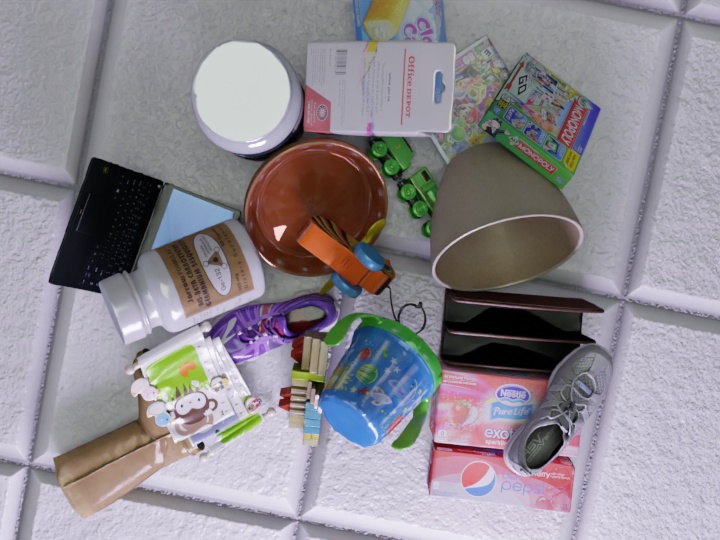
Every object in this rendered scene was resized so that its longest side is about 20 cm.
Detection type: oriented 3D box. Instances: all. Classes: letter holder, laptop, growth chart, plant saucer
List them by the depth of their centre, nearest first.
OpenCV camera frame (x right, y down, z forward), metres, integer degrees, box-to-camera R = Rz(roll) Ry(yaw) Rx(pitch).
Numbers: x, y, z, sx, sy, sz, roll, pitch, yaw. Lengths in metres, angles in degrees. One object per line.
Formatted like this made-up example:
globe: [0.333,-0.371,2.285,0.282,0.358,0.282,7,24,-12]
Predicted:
letter holder: [0.214,0.085,1.229,0.198,0.142,0.102,5,92,0]
growth chart: [-0.218,0.168,1.238,0.144,0.018,0.201,-37,120,-13]
plant saucer: [-0.061,-0.086,1.241,0.198,0.032,0.202,-7,120,-12]
laptop: [-0.291,-0.035,1.246,0.103,0.199,0.179,22,92,36]

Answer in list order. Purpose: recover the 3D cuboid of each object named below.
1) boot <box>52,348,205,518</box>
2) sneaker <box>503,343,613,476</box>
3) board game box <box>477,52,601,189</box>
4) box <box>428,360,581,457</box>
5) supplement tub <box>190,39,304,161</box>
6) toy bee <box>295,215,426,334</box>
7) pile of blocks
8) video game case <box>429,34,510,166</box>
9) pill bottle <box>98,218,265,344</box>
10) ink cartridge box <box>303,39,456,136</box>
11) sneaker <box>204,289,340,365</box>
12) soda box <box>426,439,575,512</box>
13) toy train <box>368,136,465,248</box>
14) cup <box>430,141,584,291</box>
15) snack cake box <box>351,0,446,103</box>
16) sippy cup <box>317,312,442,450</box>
boot: [-0.342,0.229,1.277,0.199,0.066,0.176,-27,94,2]
sneaker: [0.263,0.186,1.168,0.074,0.082,0.201,33,91,-1]
board game box: [0.240,-0.202,1.202,0.134,0.200,0.029,36,131,-2]
box: [0.199,0.188,1.257,0.198,0.095,0.104,7,92,0]
supplement tub: [-0.142,-0.219,1.189,0.139,0.200,0.142,0,93,1]
toy bee: [0.000,0.000,1.243,0.130,0.109,0.201,-27,101,15]
pile of blocks: [-0.080,0.168,1.238,0.061,0.082,0.202,6,122,-1]
video game case: [0.168,-0.205,1.279,0.142,0.018,0.201,-32,92,1]
pill bottle: [-0.237,0.017,1.214,0.199,0.114,0.115,-24,92,-19]
ink cartridge box: [0.031,-0.232,1.174,0.198,0.067,0.118,5,95,20]
sneaker: [-0.126,0.075,1.260,0.198,0.083,0.081,-22,92,2]
soda box: [0.195,0.287,1.278,0.198,0.063,0.071,6,92,1]
toy train: [0.083,-0.109,1.274,0.056,0.042,0.201,-36,92,-9]
cup: [0.175,-0.081,1.196,0.198,0.201,0.144,-13,64,1]
snack cake box: [0.056,-0.311,1.233,0.114,0.067,0.202,-6,90,19]
sippy cup: [0.017,0.152,1.187,0.177,0.140,0.130,39,57,5]
